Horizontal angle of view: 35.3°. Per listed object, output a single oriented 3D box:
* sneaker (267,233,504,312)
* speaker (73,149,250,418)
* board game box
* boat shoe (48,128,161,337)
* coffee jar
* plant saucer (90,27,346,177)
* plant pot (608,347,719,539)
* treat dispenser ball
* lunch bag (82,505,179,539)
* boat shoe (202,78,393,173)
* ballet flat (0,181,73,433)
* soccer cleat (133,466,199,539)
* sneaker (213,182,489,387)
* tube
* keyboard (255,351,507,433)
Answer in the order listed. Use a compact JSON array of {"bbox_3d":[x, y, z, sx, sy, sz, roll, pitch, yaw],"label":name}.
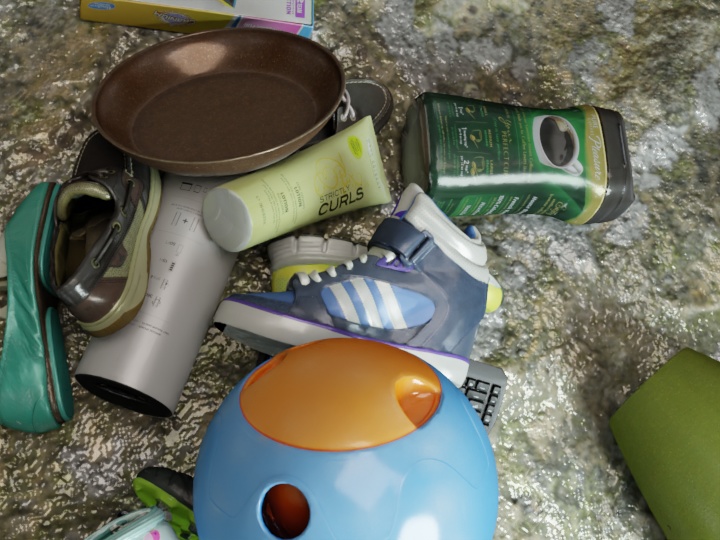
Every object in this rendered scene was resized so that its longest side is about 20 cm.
[{"bbox_3d":[0.019,0.026,0.929,0.200,0.078,0.090,6,79,-8],"label":"sneaker"},{"bbox_3d":[-0.147,0.010,0.877,0.081,0.081,0.200,22,67,-8],"label":"speaker"},{"bbox_3d":[-0.141,-0.284,1.000,0.200,0.040,0.153,5,71,-14],"label":"board game box"},{"bbox_3d":[-0.194,-0.045,0.847,0.073,0.065,0.200,-24,47,13],"label":"boat shoe"},{"bbox_3d":[0.140,-0.096,0.991,0.200,0.085,0.104,3,68,-14],"label":"coffee jar"},{"bbox_3d":[-0.110,-0.129,0.895,0.200,0.037,0.201,-2,40,2],"label":"plant saucer"},{"bbox_3d":[0.304,0.166,0.916,0.187,0.187,0.200,-35,69,-23],"label":"plant pot"},{"bbox_3d":[-0.009,0.144,0.745,0.201,0.201,0.201,5,71,-14],"label":"treat dispenser ball"},{"bbox_3d":[-0.200,0.230,0.745,0.200,0.160,0.077,-31,83,-22],"label":"lunch bag"},{"bbox_3d":[-0.053,-0.123,0.961,0.200,0.057,0.067,-22,79,-21],"label":"boat shoe"},{"bbox_3d":[-0.258,0.024,0.853,0.070,0.067,0.200,-6,71,-3],"label":"ballet flat"},{"bbox_3d":[-0.075,0.188,0.852,0.200,0.068,0.081,30,57,-11],"label":"soccer cleat"},{"bbox_3d":[0.000,0.000,0.852,0.200,0.081,0.147,13,76,-10],"label":"sneaker"},{"bbox_3d":[-0.041,-0.068,0.906,0.052,0.058,0.200,38,36,20],"label":"tube"},{"bbox_3d":[0.013,0.104,0.889,0.200,0.040,0.104,15,102,-9],"label":"keyboard"}]
